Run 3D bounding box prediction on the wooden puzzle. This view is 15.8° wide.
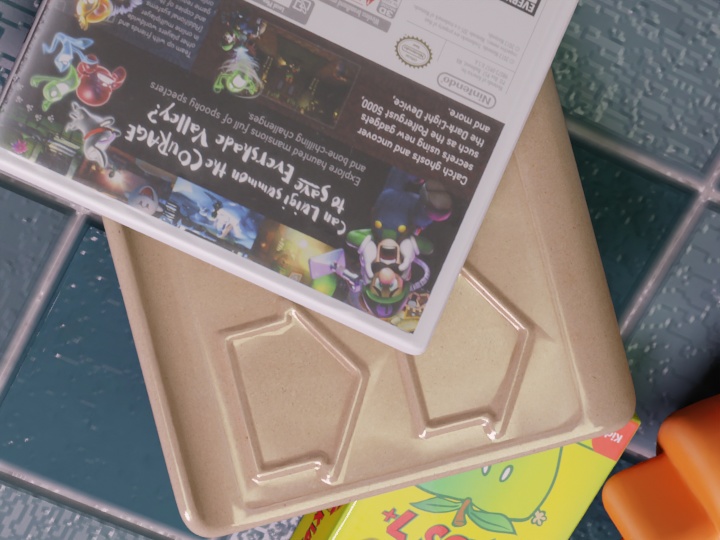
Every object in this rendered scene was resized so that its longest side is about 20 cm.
[{"bbox_3d":[0.000,0.000,1.100,0.200,0.046,0.186,-15,90,-5],"label":"wooden puzzle"}]

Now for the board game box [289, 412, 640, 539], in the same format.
[{"bbox_3d":[0.031,0.122,1.184,0.101,0.048,0.200,24,107,-19],"label":"board game box"}]

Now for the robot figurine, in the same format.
[{"bbox_3d":[0.211,0.096,1.162,0.200,0.117,0.144,-20,89,-9],"label":"robot figurine"}]

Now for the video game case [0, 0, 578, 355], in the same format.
[{"bbox_3d":[-0.028,-0.088,1.055,0.200,0.023,0.182,25,87,-12],"label":"video game case"}]
